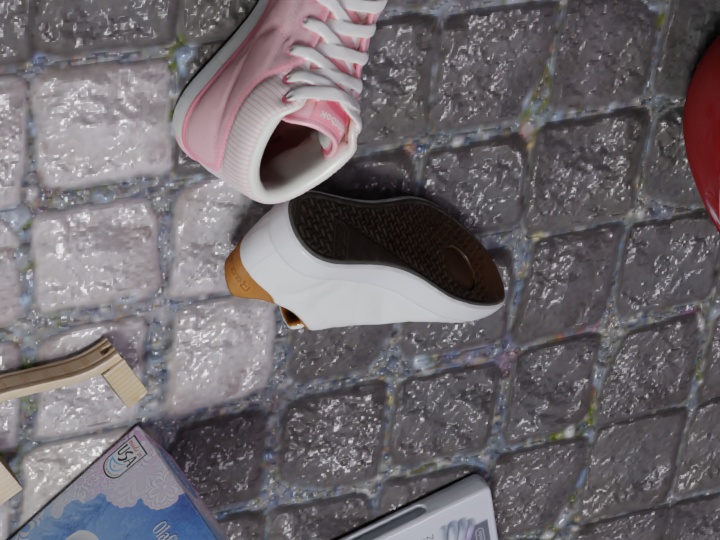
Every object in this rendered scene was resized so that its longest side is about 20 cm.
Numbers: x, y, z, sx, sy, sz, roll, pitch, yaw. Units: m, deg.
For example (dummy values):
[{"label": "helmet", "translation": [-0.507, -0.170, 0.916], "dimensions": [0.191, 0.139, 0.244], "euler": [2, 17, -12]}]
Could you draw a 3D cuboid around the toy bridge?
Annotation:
[{"label": "toy bridge", "translation": [-0.221, 0.104, 1.247], "dimensions": [0.200, 0.027, 0.067], "euler": [-36, 129, -6]}]

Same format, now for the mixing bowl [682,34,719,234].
[{"label": "mixing bowl", "translation": [0.278, -0.098, 1.370], "dimensions": [0.200, 0.108, 0.201], "euler": [-16, 127, -23]}]

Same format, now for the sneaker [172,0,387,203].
[{"label": "sneaker", "translation": [-0.016, -0.123, 1.176], "dimensions": [0.075, 0.105, 0.200], "euler": [29, 101, -39]}]

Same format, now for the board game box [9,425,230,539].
[{"label": "board game box", "translation": [-0.154, 0.216, 1.246], "dimensions": [0.199, 0.200, 0.043], "euler": [-41, 131, -2]}]

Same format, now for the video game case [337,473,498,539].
[{"label": "video game case", "translation": [0.020, 0.253, 1.497], "dimensions": [0.181, 0.023, 0.200], "euler": [-24, 129, -17]}]

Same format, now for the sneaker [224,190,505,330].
[{"label": "sneaker", "translation": [0.000, 0.000, 1.304], "dimensions": [0.200, 0.073, 0.085], "euler": [14, 142, -44]}]
